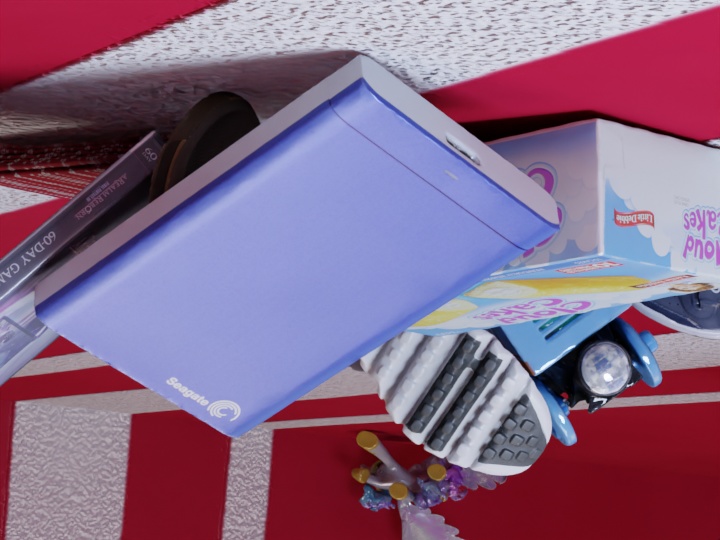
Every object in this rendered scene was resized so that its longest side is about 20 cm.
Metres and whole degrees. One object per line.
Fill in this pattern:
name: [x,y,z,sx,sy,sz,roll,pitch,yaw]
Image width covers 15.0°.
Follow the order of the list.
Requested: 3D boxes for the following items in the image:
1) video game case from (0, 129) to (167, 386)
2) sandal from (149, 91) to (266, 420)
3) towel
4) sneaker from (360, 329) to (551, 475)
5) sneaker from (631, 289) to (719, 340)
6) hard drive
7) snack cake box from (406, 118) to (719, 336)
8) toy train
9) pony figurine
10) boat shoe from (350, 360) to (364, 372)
video game case: [-0.159,0.016,1.299,0.200,0.019,0.143,-40,171,-2]
sandal: [-0.050,-0.001,1.283,0.055,0.082,0.200,15,135,26]
towel: [-0.091,-0.051,1.427,0.200,0.023,0.144,-2,170,43]
sneaker: [0.023,0.032,1.476,0.200,0.075,0.081,39,-164,-2]
sneaker: [0.225,-0.003,1.440,0.200,0.070,0.108,8,167,21]
hard drive: [-0.029,-0.005,1.221,0.200,0.025,0.132,-34,131,28]
snack cake box: [0.074,-0.017,1.329,0.200,0.067,0.115,-11,164,42]
toy train: [0.102,0.030,1.548,0.087,0.114,0.200,-34,-173,-7]
pony figurine: [0.077,0.281,3.541,0.193,0.167,0.200,23,171,12]
boat shoe: [0.026,0.035,1.881,0.091,0.071,0.200,6,180,-20]
